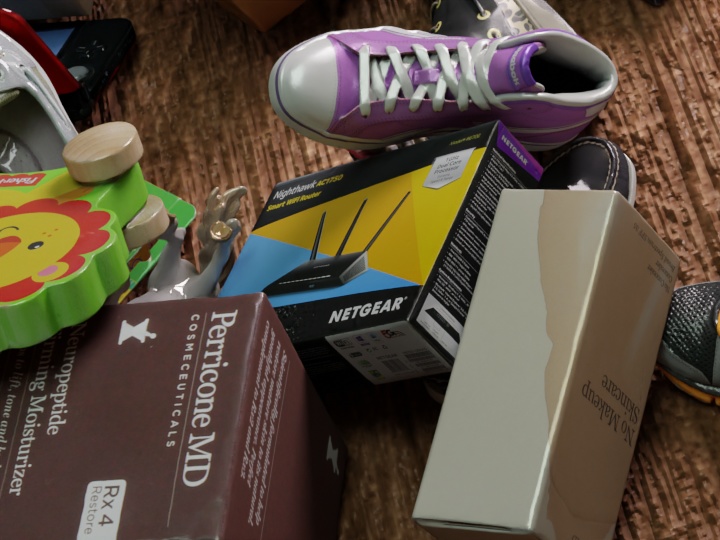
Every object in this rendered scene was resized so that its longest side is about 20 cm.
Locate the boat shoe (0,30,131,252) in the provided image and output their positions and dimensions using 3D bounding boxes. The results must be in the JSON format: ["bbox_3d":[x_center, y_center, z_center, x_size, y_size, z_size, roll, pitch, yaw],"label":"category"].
[{"bbox_3d":[-0.213,-0.082,1.518,0.074,0.202,0.065,-37,6,1],"label":"boat shoe"}]

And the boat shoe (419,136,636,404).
[{"bbox_3d":[0.096,-0.011,1.460,0.074,0.060,0.200,27,67,35],"label":"boat shoe"}]

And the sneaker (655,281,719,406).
[{"bbox_3d":[0.247,0.031,1.359,0.199,0.077,0.079,5,57,27],"label":"sneaker"}]

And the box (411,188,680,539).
[{"bbox_3d":[0.104,0.064,1.348,0.077,0.095,0.201,2,66,34],"label":"box"}]

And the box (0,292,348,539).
[{"bbox_3d":[-0.131,0.130,1.369,0.199,0.165,0.167,-5,51,17],"label":"box"}]

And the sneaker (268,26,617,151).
[{"bbox_3d":[0.052,-0.116,1.431,0.199,0.114,0.073,0,81,-14],"label":"sneaker"}]

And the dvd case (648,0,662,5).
[{"bbox_3d":[0.180,-0.273,1.657,0.150,0.025,0.200,-42,50,-13],"label":"dvd case"}]

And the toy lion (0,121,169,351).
[{"bbox_3d":[-0.213,-0.010,1.394,0.199,0.069,0.192,-1,31,29],"label":"toy lion"}]

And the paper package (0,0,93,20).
[{"bbox_3d":[-0.254,-0.293,1.672,0.103,0.200,0.192,-4,63,16],"label":"paper package"}]

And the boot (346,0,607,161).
[{"bbox_3d":[0.046,-0.131,1.568,0.150,0.073,0.200,-35,56,-11],"label":"boot"}]

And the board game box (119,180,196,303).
[{"bbox_3d":[-0.201,-0.036,1.617,0.199,0.030,0.096,25,66,37],"label":"board game box"}]

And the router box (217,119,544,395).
[{"bbox_3d":[0.000,0.000,1.441,0.199,0.051,0.150,-14,41,46],"label":"router box"}]

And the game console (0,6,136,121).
[{"bbox_3d":[-0.277,-0.159,1.655,0.199,0.119,0.173,-2,34,19],"label":"game console"}]

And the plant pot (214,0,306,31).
[{"bbox_3d":[-0.076,-0.256,1.646,0.200,0.200,0.140,37,88,38],"label":"plant pot"}]

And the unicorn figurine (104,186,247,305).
[{"bbox_3d":[-0.141,0.036,1.490,0.199,0.138,0.074,-27,66,-29],"label":"unicorn figurine"}]
